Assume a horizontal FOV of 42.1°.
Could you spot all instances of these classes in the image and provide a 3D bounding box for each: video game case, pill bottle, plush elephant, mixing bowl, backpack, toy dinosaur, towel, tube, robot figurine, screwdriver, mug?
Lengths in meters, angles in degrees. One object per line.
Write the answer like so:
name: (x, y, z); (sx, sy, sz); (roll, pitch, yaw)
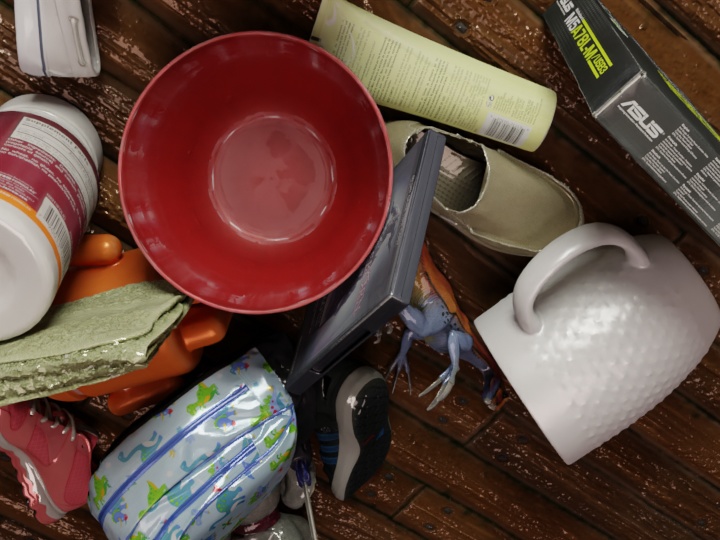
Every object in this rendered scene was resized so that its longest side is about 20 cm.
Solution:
video game case: (0.000, 0.000, 0.716); (0.019, 0.144, 0.200); (23, 148, -14)
pill bottle: (-0.259, -0.049, 0.693); (0.113, 0.201, 0.115); (-1, 122, -1)
plush elephant: (-0.116, 0.252, 0.927); (0.164, 0.156, 0.199); (-12, 172, -39)
mixing bowl: (-0.073, -0.071, 0.719); (0.198, 0.108, 0.202); (0, 93, 2)
backpack: (-0.135, 0.163, 0.803); (0.198, 0.155, 0.163); (-20, 160, -23)
toy dinosaur: (0.080, 0.053, 0.837); (0.180, 0.105, 0.201); (16, 111, -33)
towel: (-0.221, 0.052, 0.677); (0.198, 0.149, 0.037); (-14, 105, 9)
tube: (0.054, -0.150, 0.732); (0.198, 0.052, 0.059); (17, 79, -8)
robot figurine: (-0.213, 0.044, 0.805); (0.198, 0.118, 0.144); (-15, 149, 7)
screwdriver: (-0.047, 0.213, 0.866); (0.028, 0.201, 0.029); (-27, 136, 9)
mug: (0.197, 0.041, 0.784); (0.175, 0.148, 0.200); (-34, 132, 6)

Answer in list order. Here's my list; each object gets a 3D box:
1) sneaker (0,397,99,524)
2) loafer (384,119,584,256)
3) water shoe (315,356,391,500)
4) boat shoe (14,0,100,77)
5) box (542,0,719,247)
sneaker: (-0.303, 0.155, 0.910); (0.086, 0.074, 0.201); (-18, 126, -6)
loafer: (0.098, -0.063, 0.759); (0.198, 0.068, 0.076); (20, 92, -12)
water shoe: (-0.016, 0.145, 0.908); (0.079, 0.071, 0.201); (37, 144, 26)
boat shoe: (-0.210, -0.231, 0.665); (0.065, 0.074, 0.201); (5, 132, -10)
box: (0.223, -0.102, 0.675); (0.200, 0.194, 0.047); (39, 113, -22)
